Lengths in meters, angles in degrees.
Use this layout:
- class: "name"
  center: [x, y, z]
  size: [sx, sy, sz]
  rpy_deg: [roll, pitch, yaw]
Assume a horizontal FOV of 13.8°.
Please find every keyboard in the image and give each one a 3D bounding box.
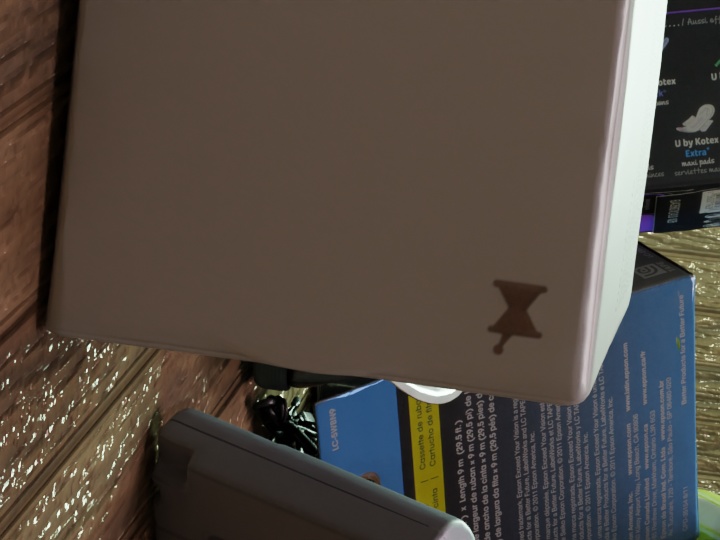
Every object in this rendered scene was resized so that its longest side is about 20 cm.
- class: "keyboard"
  center: [-0.040, 0.112, 1.284]
  size: [0.200, 0.021, 0.127]
  rpy_deg: [56, 42, -79]

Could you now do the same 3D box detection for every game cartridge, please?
- class: "game cartridge"
  center: [-0.011, 0.146, 1.107]
  size: [0.041, 0.133, 0.200]
  rpy_deg: [-47, 150, -36]

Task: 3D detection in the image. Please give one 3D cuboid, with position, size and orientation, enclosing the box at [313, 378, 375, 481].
- class: "box"
  center: [0.046, 0.124, 1.539]
  size: [0.200, 0.123, 0.199]
  rpy_deg: [-59, 156, -69]

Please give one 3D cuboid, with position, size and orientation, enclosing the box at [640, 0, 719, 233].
- class: "box"
  center: [0.144, -0.125, 1.379]
  size: [0.122, 0.106, 0.201]
  rpy_deg: [66, 19, -81]

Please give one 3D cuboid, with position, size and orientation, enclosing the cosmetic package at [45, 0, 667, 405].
- class: "cosmetic package"
  center: [0.009, -0.062, 0.952]
  size: [0.200, 0.167, 0.167]
  rpy_deg: [-42, 140, -79]

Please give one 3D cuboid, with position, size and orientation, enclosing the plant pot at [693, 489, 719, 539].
- class: "plant pot"
  center: [0.178, 0.230, 1.411]
  size: [0.182, 0.199, 0.200]
  rpy_deg: [59, -15, -26]

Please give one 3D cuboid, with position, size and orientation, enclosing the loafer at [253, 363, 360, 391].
- class: "loafer"
  center: [0.000, 0.000, 1.311]
  size: [0.200, 0.063, 0.072]
  rpy_deg: [-68, 163, -62]

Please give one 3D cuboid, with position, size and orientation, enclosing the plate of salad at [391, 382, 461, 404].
- class: "plate of salad"
  center: [-0.003, -0.039, 1.205]
  size: [0.200, 0.048, 0.200]
  rpy_deg: [51, 29, -42]

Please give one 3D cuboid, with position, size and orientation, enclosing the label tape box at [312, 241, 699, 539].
- class: "label tape box"
  center: [0.056, 0.081, 1.353]
  size: [0.063, 0.200, 0.145]
  rpy_deg: [36, -43, 53]
